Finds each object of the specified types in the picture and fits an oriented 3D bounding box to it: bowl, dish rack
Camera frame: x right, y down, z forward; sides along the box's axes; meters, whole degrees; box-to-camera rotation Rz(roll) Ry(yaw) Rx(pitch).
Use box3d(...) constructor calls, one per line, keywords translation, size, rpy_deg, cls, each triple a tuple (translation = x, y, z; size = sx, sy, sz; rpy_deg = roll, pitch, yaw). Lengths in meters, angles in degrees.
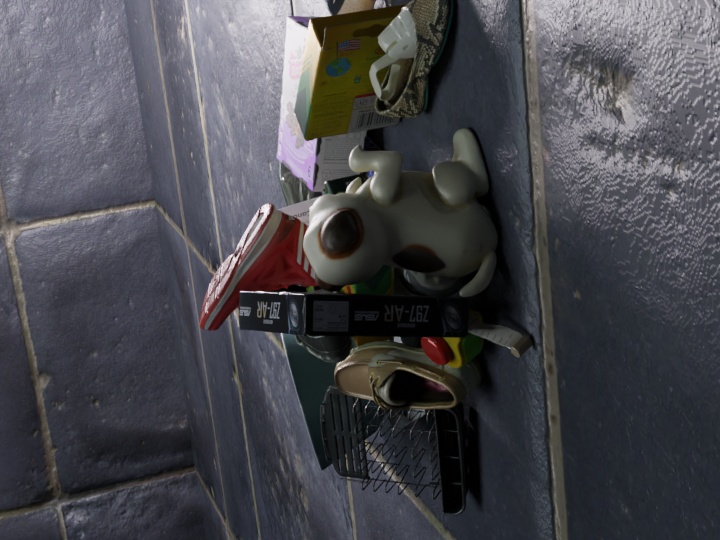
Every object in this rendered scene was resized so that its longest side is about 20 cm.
box3d(translation=(-0.033, 0.158, 1.831), size=(0.201, 0.105, 0.201), rpy_deg=(164, 90, -87), cls="bowl")
box3d(translation=(0.040, 0.217, 1.693), size=(0.055, 0.200, 0.154), rpy_deg=(-46, -44, -58), cls="dish rack")

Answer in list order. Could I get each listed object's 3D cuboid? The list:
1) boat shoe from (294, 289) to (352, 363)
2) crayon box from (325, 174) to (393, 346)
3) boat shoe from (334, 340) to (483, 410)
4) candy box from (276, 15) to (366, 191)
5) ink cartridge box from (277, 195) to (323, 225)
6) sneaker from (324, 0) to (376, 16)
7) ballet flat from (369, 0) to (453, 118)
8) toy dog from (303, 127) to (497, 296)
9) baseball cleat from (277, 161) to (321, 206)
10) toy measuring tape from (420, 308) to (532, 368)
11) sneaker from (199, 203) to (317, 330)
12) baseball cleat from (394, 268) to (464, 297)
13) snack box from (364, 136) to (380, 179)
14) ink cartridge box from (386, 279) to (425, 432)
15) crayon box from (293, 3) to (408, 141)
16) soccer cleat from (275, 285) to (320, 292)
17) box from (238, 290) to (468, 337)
box3d(translation=(-0.053, 0.068, 1.640), size=(0.200, 0.071, 0.064), rpy_deg=(-134, 27, -76), cls="boat shoe")
box3d(translation=(0.000, 0.000, 1.657), size=(0.200, 0.051, 0.127), rpy_deg=(87, 166, -46), cls="crayon box")
box3d(translation=(0.044, 0.129, 1.604), size=(0.200, 0.066, 0.074), rpy_deg=(-7, 119, 36), cls="boat shoe")
box3d(translation=(-0.048, -0.222, 1.794), size=(0.168, 0.071, 0.200), rpy_deg=(-135, 47, -61), cls="candy box")
box3d(translation=(-0.064, -0.046, 1.814), size=(0.200, 0.116, 0.068), rpy_deg=(41, -147, -74), cls="ink cartridge box")
box3d(translation=(0.006, -0.340, 1.573), size=(0.130, 0.079, 0.199), rpy_deg=(-105, 25, -43), cls="sneaker")
box3d(translation=(0.050, -0.235, 1.510), size=(0.200, 0.075, 0.068), rpy_deg=(106, 149, -57), cls="ballet flat")
box3d(translation=(0.034, -0.042, 1.472), size=(0.140, 0.200, 0.194), rpy_deg=(118, 138, -66), cls="toy dog")
box3d(translation=(-0.092, -0.122, 2.042), size=(0.106, 0.070, 0.200), rpy_deg=(-122, 30, -71), cls="baseball cleat")
box3d(translation=(0.126, 0.082, 1.506), size=(0.200, 0.073, 0.074), rpy_deg=(18, 120, 53), cls="toy measuring tape")
box3d(translation=(-0.115, 0.019, 1.704), size=(0.200, 0.115, 0.078), rpy_deg=(-53, 21, 33), cls="sneaker")
box3d(translation=(0.082, 0.003, 1.608), size=(0.200, 0.070, 0.107), rpy_deg=(-117, 11, -61), cls="baseball cleat")
box3d(translation=(-0.002, -0.150, 1.826), size=(0.200, 0.024, 0.072), rpy_deg=(-126, 32, -55), cls="snack box")
box3d(translation=(0.052, 0.101, 1.796), size=(0.162, 0.050, 0.200), rpy_deg=(131, 121, -69), cls="ink cartridge box")
box3d(translation=(-0.002, -0.240, 1.590), size=(0.200, 0.127, 0.051), rpy_deg=(107, 147, -56), cls="crayon box")
box3d(translation=(-0.082, 0.026, 1.961), size=(0.081, 0.200, 0.068), rpy_deg=(2, 110, 45), cls="soccer cleat")
box3d(translation=(-0.009, 0.046, 1.461), size=(0.160, 0.200, 0.044), rpy_deg=(0, 88, 60), cls="box")
